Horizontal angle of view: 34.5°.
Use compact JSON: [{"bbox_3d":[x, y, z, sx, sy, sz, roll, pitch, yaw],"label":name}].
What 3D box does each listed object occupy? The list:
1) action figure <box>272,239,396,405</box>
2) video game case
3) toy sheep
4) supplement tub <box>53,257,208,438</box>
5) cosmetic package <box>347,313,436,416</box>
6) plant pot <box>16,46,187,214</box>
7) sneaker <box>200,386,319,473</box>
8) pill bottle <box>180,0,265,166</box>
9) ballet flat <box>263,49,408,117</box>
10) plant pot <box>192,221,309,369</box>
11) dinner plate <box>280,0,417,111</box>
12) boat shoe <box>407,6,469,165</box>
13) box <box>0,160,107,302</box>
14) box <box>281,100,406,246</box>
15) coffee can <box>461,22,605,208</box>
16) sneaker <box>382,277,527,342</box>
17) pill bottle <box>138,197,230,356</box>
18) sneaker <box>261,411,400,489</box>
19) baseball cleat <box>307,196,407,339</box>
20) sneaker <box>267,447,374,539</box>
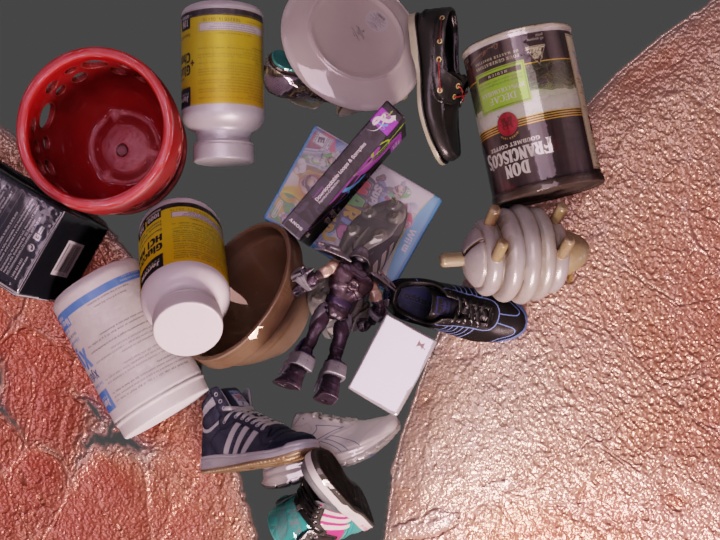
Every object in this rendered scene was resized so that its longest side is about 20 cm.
[{"bbox_3d":[-0.033,0.053,1.388,0.129,0.069,0.202,25,74,-10],"label":"action figure"},{"bbox_3d":[-0.011,-0.082,1.548,0.198,0.018,0.144,30,89,5],"label":"video game case"},{"bbox_3d":[0.196,-0.022,1.472,0.197,0.138,0.140,1,87,-10],"label":"toy sheep"},{"bbox_3d":[-0.298,0.099,1.501,0.131,0.132,0.202,-30,84,2],"label":"supplement tub"},{"bbox_3d":[0.043,0.115,1.443,0.071,0.200,0.102,28,88,5],"label":"cosmetic package"},{"bbox_3d":[-0.318,-0.168,1.490,0.197,0.182,0.204,0,87,4],"label":"plant pot"},{"bbox_3d":[-0.135,0.196,1.479,0.198,0.070,0.110,-16,72,39],"label":"sneaker"},{"bbox_3d":[-0.180,-0.243,1.521,0.110,0.112,0.204,-1,86,4],"label":"pill bottle"},{"bbox_3d":[-0.036,-0.240,1.532,0.197,0.072,0.073,9,87,-18],"label":"ballet flat"},{"bbox_3d":[-0.130,0.046,1.491,0.092,0.200,0.202,36,90,-34],"label":"plant pot"},{"bbox_3d":[-0.007,-0.303,1.511,0.197,0.024,0.203,8,67,-19],"label":"dinner plate"},{"bbox_3d":[0.108,-0.242,1.513,0.062,0.073,0.205,-8,89,22],"label":"boat shoe"},{"bbox_3d":[-0.457,-0.063,1.486,0.195,0.200,0.125,30,88,4],"label":"box"},{"bbox_3d":[-0.018,-0.118,1.471,0.036,0.143,0.200,42,91,4],"label":"box"},{"bbox_3d":[0.219,-0.194,1.475,0.144,0.146,0.203,-12,86,3],"label":"coffee can"},{"bbox_3d":[0.124,0.054,1.496,0.197,0.078,0.071,10,91,-2],"label":"sneaker"},{"bbox_3d":[-0.221,0.008,1.452,0.111,0.201,0.114,-6,129,-8],"label":"pill bottle"},{"bbox_3d":[-0.045,0.219,1.510,0.197,0.075,0.088,-18,81,2],"label":"sneaker"},{"bbox_3d":[0.000,0.000,1.505,0.069,0.107,0.200,23,60,34],"label":"baseball cleat"},{"bbox_3d":[-0.066,0.295,1.454,0.119,0.201,0.084,-25,53,4],"label":"sneaker"}]
